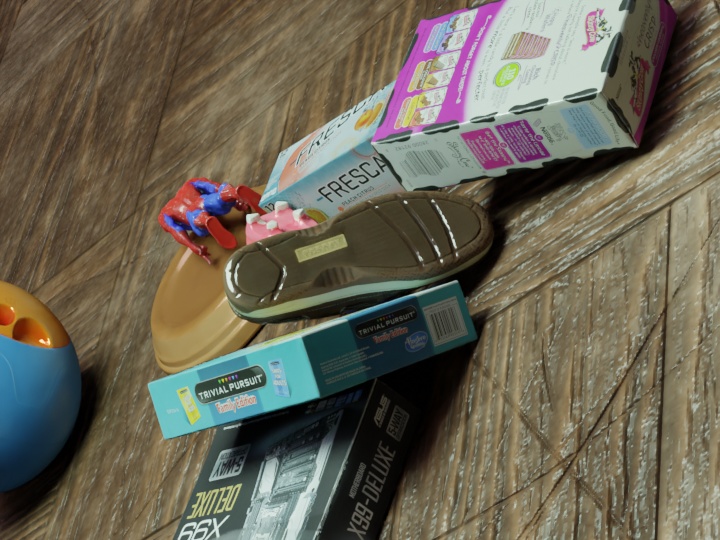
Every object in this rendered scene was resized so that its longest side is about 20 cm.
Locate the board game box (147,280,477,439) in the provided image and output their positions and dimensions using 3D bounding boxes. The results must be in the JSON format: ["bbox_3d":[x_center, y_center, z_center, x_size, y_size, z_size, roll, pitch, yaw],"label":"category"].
[{"bbox_3d":[-0.037,0.065,1.617,0.151,0.047,0.200,-18,0,-39],"label":"board game box"}]

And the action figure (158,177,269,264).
[{"bbox_3d":[-0.133,-0.048,1.950,0.066,0.052,0.200,-52,19,-9],"label":"action figure"}]

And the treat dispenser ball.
[{"bbox_3d":[-0.355,0.106,2.045,0.201,0.201,0.201,-40,28,27],"label":"treat dispenser ball"}]

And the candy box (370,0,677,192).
[{"bbox_3d":[0.119,-0.137,1.626,0.199,0.061,0.137,-11,43,37],"label":"candy box"}]

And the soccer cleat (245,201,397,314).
[{"bbox_3d":[-0.026,0.005,1.778,0.066,0.077,0.200,-26,30,-25],"label":"soccer cleat"}]

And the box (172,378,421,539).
[{"bbox_3d":[-0.056,0.171,1.616,0.200,0.050,0.158,-18,42,51],"label":"box"}]

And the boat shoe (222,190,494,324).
[{"bbox_3d":[-0.001,-0.006,1.657,0.075,0.201,0.075,84,175,-66],"label":"boat shoe"}]

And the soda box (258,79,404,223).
[{"bbox_3d":[0.007,-0.091,1.813,0.200,0.068,0.064,-29,31,44],"label":"soda box"}]

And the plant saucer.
[{"bbox_3d":[-0.121,0.003,1.962,0.200,0.037,0.201,-41,27,27],"label":"plant saucer"}]
